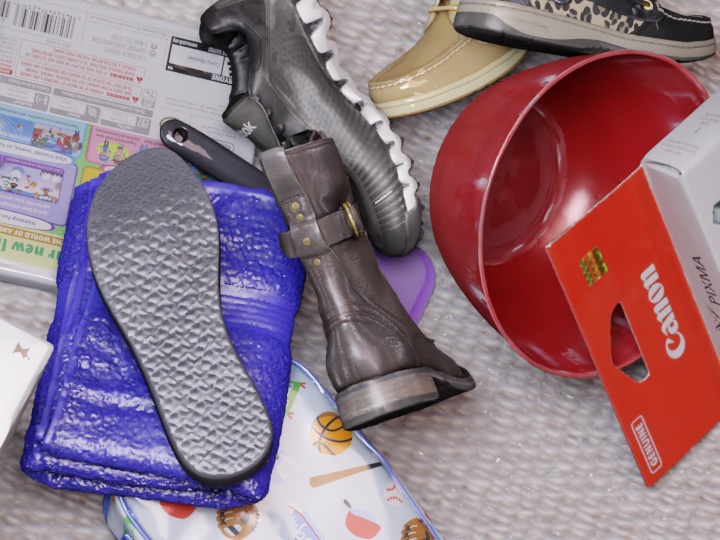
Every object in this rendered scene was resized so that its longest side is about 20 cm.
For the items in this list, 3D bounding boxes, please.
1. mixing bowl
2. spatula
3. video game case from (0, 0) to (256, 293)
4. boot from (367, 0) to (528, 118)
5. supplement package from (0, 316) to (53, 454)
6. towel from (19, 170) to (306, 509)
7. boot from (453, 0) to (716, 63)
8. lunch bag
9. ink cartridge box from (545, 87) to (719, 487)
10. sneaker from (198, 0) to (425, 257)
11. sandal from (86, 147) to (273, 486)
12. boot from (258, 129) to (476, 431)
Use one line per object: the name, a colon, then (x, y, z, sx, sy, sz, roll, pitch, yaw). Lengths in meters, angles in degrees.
mixing bowl: (0.115, -0.044, 1.721, 0.200, 0.108, 0.201, -12, 110, -36)
spatula: (-0.040, -0.034, 1.737, 0.200, 0.021, 0.057, 35, 68, -18)
video game case: (-0.165, -0.073, 1.731, 0.199, 0.022, 0.183, 13, 72, -10)
boot: (0.060, -0.198, 1.758, 0.200, 0.073, 0.156, -36, 112, -23)
supplement package: (-0.257, 0.086, 1.571, 0.119, 0.200, 0.122, 29, 70, -4)
towel: (-0.110, 0.035, 1.640, 0.147, 0.050, 0.201, 6, 60, 4)
boot: (0.146, -0.206, 1.733, 0.203, 0.073, 0.154, 4, 91, -40)
lunch bag: (-0.053, 0.158, 1.666, 0.160, 0.076, 0.200, -38, 87, -17)
ink cartridge box: (0.214, 0.012, 1.720, 0.173, 0.043, 0.200, -41, 125, -23)
sneaker: (-0.036, -0.089, 1.727, 0.090, 0.066, 0.201, -26, 85, -24)
sandal: (-0.105, 0.029, 1.603, 0.076, 0.043, 0.201, -14, 73, -6)
boot: (0.000, 0.000, 1.653, 0.069, 0.200, 0.175, -21, 86, 9)
